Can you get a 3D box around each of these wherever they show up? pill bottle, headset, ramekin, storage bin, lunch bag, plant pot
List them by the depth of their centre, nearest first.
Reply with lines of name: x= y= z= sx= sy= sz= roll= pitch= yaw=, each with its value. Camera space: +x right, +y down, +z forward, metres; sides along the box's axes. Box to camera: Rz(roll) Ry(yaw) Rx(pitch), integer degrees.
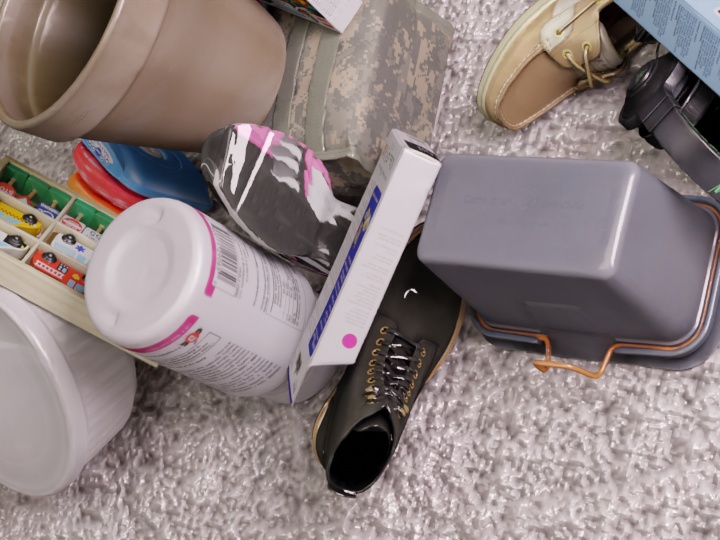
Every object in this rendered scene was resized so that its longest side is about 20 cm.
headset: x=0.237 y=-0.118 z=1.115 sx=0.094 sy=0.123 sz=0.200 roll=-49 pitch=40 yaw=24
storage bin: x=0.138 y=-0.009 z=1.131 sx=0.199 sy=0.134 sz=0.146 roll=6 pitch=74 yaw=38
plant pot: x=-0.157 y=-0.171 z=1.240 sx=0.200 sy=0.173 sz=0.201 roll=-29 pitch=51 yaw=42
pill bottle: x=-0.104 y=0.030 z=1.244 sx=0.113 sy=0.200 sz=0.114 roll=-14 pitch=63 yaw=30
lunch bag: x=-0.041 y=-0.137 z=1.326 sx=0.199 sy=0.117 sz=0.165 roll=-4 pitch=66 yaw=40
ramekin: x=-0.273 y=0.078 z=1.361 sx=0.202 sy=0.094 sz=0.203 roll=23 pitch=129 yaw=32

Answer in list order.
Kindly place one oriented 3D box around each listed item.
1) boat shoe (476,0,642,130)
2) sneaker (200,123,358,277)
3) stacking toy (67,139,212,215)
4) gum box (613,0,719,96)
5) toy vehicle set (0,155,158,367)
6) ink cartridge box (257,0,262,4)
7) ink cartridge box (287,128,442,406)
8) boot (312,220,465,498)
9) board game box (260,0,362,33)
boat shoe: x=0.171 y=-0.176 z=1.217 sx=0.200 sy=0.074 sz=0.066 roll=-46 pitch=46 yaw=11
sneaker: x=-0.058 y=-0.041 z=1.248 sx=0.086 sy=0.200 sz=0.081 roll=11 pitch=67 yaw=47
stacking toy: x=-0.234 y=-0.026 z=1.437 sx=0.116 sy=0.110 sz=0.200 roll=46 pitch=111 yaw=36
gum box: x=0.294 y=-0.160 z=1.075 sx=0.200 sy=0.169 sz=0.045 roll=53 pitch=148 yaw=37
toy vehicle set: x=-0.227 y=-0.010 z=1.321 sx=0.027 sy=0.199 sz=0.124 roll=-59 pitch=5 yaw=32
ink cartridge box: x=-0.117 y=-0.236 z=1.407 sx=0.176 sy=0.045 sz=0.201 roll=163 pitch=127 yaw=-73
ink cartridge box: x=0.000 y=0.000 z=1.173 sx=0.201 sy=0.037 sz=0.095 roll=-64 pitch=9 yaw=10
boot: x=0.029 y=0.067 z=1.170 sx=0.077 sy=0.138 sz=0.201 roll=21 pitch=94 yaw=-4
board game box: x=-0.103 y=-0.254 z=1.271 sx=0.200 sy=0.126 sz=0.035 roll=28 pitch=83 yaw=43
